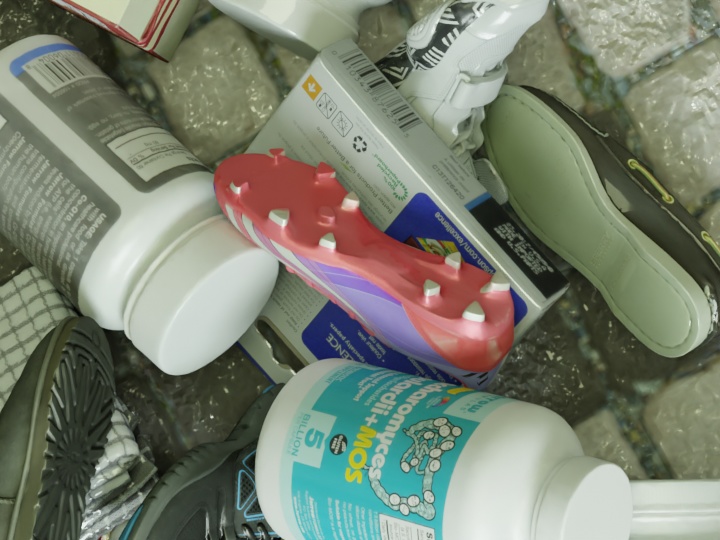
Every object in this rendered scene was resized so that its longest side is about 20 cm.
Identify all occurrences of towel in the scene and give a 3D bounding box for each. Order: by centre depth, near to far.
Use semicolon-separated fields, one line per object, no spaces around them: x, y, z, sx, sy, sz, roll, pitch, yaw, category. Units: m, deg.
-0.230;0.112;1.410;0.200;0.086;0.166;-33;57;-2;towel

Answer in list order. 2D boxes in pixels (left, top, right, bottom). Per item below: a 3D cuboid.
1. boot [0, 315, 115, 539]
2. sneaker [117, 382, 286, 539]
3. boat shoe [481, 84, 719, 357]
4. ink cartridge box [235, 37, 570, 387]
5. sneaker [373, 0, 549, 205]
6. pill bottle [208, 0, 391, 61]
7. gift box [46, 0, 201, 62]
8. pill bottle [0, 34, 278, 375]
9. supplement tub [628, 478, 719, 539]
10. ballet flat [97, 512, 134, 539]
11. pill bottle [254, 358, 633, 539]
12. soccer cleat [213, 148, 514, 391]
-0.249;0.107;1.335;0.199;0.073;0.183;-1;58;26;boot
-0.071;0.139;1.364;0.082;0.200;0.073;42;134;8;sneaker
0.150;-0.036;1.414;0.060;0.072;0.201;-21;65;-39;boat shoe
0.000;0.000;1.404;0.198;0.047;0.200;48;133;8;ink cartridge box
0.060;-0.092;1.394;0.200;0.075;0.115;-34;90;38;sneaker
-0.006;-0.230;1.419;0.116;0.116;0.201;28;88;8;pill bottle
-0.166;-0.256;1.407;0.199;0.185;0.187;29;90;2;gift box
-0.148;-0.038;1.400;0.200;0.114;0.114;43;90;21;pill bottle
0.166;0.220;1.347;0.140;0.140;0.201;-2;85;6;supplement tub
-0.090;0.173;1.418;0.199;0.064;0.076;16;89;8;ballet flat
0.047;0.118;1.298;0.199;0.111;0.111;11;86;37;pill bottle
-0.003;0.001;1.335;0.199;0.077;0.067;28;46;18;soccer cleat
